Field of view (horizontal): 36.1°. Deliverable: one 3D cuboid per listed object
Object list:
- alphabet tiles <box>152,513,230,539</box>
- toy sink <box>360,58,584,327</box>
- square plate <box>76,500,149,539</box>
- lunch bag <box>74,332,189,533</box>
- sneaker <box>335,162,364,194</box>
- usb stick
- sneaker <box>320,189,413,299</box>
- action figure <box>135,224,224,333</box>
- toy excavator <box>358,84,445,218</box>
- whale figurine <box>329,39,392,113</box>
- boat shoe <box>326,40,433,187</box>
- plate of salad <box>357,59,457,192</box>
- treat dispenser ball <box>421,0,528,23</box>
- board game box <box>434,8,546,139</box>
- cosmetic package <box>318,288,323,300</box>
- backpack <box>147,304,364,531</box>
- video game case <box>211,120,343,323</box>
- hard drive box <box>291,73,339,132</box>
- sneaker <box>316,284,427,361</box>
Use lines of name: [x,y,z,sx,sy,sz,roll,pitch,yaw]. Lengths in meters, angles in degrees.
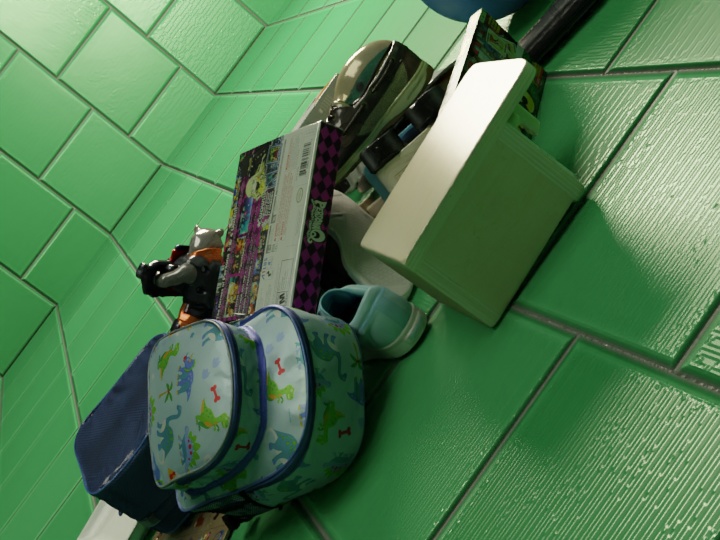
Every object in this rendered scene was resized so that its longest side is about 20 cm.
alphabet tiles: [-0.167,0.248,1.220,0.199,0.008,0.169,-29,30,51]
toy sink: [0.111,-0.069,0.978,0.202,0.111,0.130,-58,19,-3]
square plate: [-0.276,0.275,1.395,0.200,0.028,0.199,-60,20,-19]
lunch bag: [-0.214,0.191,1.228,0.200,0.132,0.136,-49,35,6]
sneaker: [-0.032,-0.122,1.416,0.198,0.067,0.090,-27,0,-16]
usb stick: [0.192,-0.250,1.231,0.200,0.032,0.056,-47,15,19]
sneaker: [0.000,0.000,1.200,0.070,0.100,0.200,-21,41,-21]
action figure: [-0.188,0.039,1.426,0.103,0.197,0.199,4,9,35]
toy excavator: [0.056,-0.100,1.209,0.194,0.100,0.200,-41,-2,11]
whale figurine: [0.018,-0.204,1.483,0.158,0.103,0.202,-19,-41,-59]
boat shoe: [-0.006,-0.160,1.196,0.200,0.065,0.073,-49,10,2]
plate of salad: [0.069,-0.164,1.300,0.201,0.048,0.200,-50,-7,-8]
treat dispenser ball: [0.145,-0.412,1.377,0.201,0.200,0.202,-44,20,21]
board game box: [0.134,-0.172,1.119,0.023,0.105,0.202,-29,30,40]
cosmetic package: [-0.100,-0.026,1.384,0.201,0.102,0.088,-107,39,-66]
backpack: [-0.100,0.127,1.022,0.198,0.146,0.186,-24,61,36]
video game case: [-0.091,-0.042,1.170,0.180,0.035,0.203,-11,67,56]
hard drive box: [-0.076,-0.170,1.619,0.201,0.076,0.156,-57,9,-14]
sneaker: [-0.014,0.046,1.105,0.199,0.082,0.074,-22,34,56]
